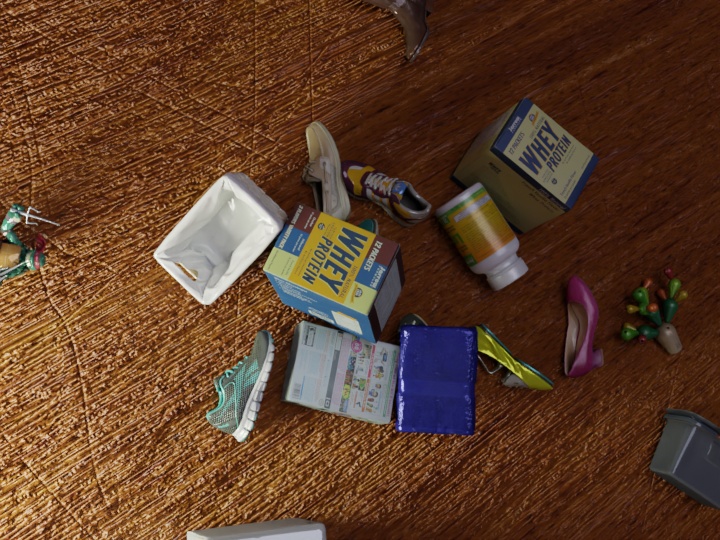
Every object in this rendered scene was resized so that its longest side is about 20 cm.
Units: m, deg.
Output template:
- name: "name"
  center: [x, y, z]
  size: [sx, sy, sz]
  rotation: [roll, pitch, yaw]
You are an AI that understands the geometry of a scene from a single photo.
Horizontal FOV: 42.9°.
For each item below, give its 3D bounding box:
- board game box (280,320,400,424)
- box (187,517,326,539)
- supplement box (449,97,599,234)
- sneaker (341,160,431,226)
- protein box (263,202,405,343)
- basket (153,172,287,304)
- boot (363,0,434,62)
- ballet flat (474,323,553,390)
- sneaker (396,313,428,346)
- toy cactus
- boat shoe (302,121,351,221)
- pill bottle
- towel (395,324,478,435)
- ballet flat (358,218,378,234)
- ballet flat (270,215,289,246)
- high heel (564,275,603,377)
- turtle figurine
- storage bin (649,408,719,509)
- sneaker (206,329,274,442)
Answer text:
- name: "board game box"
  center: [-0.033, 0.190, 1.683]
  size: [0.199, 0.064, 0.149]
  rotation: [16, 73, -15]
- name: "box"
  center: [-0.169, 0.502, 1.484]
  size: [0.198, 0.200, 0.173]
  rotation: [-2, 80, -20]
- name: "supplement box"
  center: [0.325, -0.204, 1.836]
  size: [0.200, 0.200, 0.135]
  rotation: [37, 68, -9]
- name: "sneaker"
  center: [0.048, -0.161, 1.781]
  size: [0.199, 0.090, 0.075]
  rotation: [28, 69, -13]
- name: "protein box"
  center: [-0.040, 0.009, 1.604]
  size: [0.197, 0.200, 0.136]
  rotation: [23, 75, 12]
- name: "basket"
  center: [-0.236, -0.062, 1.590]
  size: [0.136, 0.123, 0.200]
  rotation: [44, 103, -6]
- name: "boot"
  center: [0.047, -0.538, 1.883]
  size: [0.199, 0.064, 0.187]
  rotation: [23, 58, -18]
- name: "ballet flat"
  center: [0.289, 0.188, 1.812]
  size: [0.200, 0.067, 0.067]
  rotation: [40, 88, -5]
- name: "sneaker"
  center: [0.139, 0.171, 1.751]
  size: [0.201, 0.078, 0.090]
  rotation: [61, 25, 4]
- name: "toy cactus"
  center: [0.640, 0.102, 1.951]
  size: [0.200, 0.102, 0.165]
  rotation: [-44, 105, -32]
- name: "boat shoe"
  center: [-0.076, -0.186, 1.753]
  size: [0.065, 0.072, 0.201]
  rotation: [-14, 88, -24]
- name: "pill bottle"
  center: [0.245, -0.064, 1.821]
  size: [0.111, 0.111, 0.201]
  rotation: [-34, 90, -24]
- name: "towel"
  center: [0.140, 0.199, 1.680]
  size: [0.147, 0.050, 0.202]
  rotation: [3, 92, 7]
- name: "ballet flat"
  center: [0.000, 0.000, 1.751]
  size: [0.062, 0.067, 0.201]
  rotation: [33, 70, -40]
- name: "ballet flat"
  center: [-0.177, -0.085, 1.691]
  size: [0.199, 0.057, 0.067]
  rotation: [5, 50, -20]
- name: "high heel"
  center: [0.437, 0.116, 1.877]
  size: [0.095, 0.067, 0.202]
  rotation: [-13, 95, -33]
- name: "turtle figurine"
  center: [-0.596, -0.026, 1.503]
  size: [0.198, 0.101, 0.151]
  rotation: [1, 62, -5]
- name: "storage bin"
  center: [0.705, 0.395, 1.881]
  size: [0.199, 0.145, 0.135]
  rotation: [32, 79, -11]
- name: "sneaker"
  center: [-0.211, 0.194, 1.611]
  size: [0.091, 0.078, 0.201]
  rotation: [20, 70, -11]
